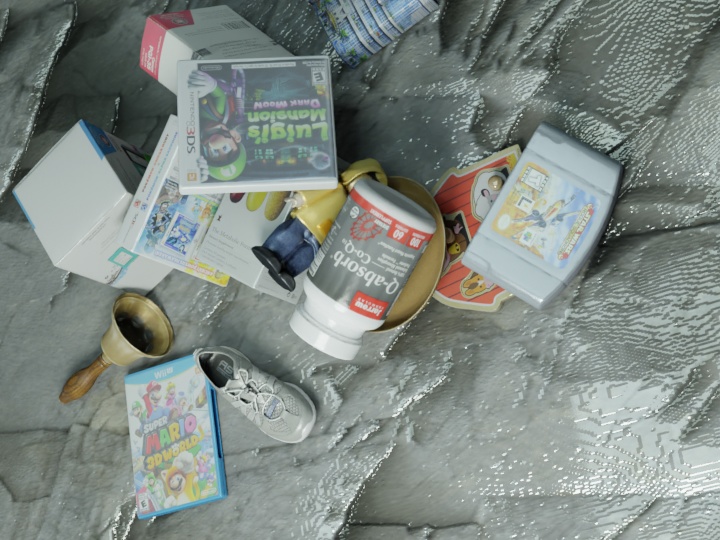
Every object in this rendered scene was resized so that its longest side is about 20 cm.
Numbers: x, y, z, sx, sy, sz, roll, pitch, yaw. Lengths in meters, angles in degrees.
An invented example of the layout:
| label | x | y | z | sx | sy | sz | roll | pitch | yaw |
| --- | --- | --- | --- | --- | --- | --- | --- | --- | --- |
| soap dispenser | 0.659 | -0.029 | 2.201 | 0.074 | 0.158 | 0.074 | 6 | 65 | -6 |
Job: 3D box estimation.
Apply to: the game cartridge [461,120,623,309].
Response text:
| label | x | y | z | sx | sy | sz | roll | pitch | yaw |
| --- | --- | --- | --- | --- | --- | --- | --- | --- | --- |
| game cartridge | 0.225 | -0.063 | 1.680 | 0.132 | 0.041 | 0.201 | 30 | 89 | 22 |

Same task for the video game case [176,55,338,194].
| label | x | y | z | sx | sy | sz | roll | pitch | yaw |
| --- | --- | --- | --- | --- | --- | --- | --- | --- | --- |
| video game case | -0.131 | -0.185 | 1.760 | 0.197 | 0.023 | 0.184 | -2 | 68 | -5 |

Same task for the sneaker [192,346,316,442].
| label | x | y | z | sx | sy | sz | roll | pitch | yaw |
| --- | --- | --- | --- | --- | --- | --- | --- | --- | --- |
| sneaker | -0.145 | 0.163 | 1.828 | 0.199 | 0.082 | 0.075 | 28 | 92 | 31 |

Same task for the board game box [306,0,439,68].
| label | x | y | z | sx | sy | sz | roll | pitch | yaw |
| --- | --- | --- | --- | --- | --- | --- | --- | --- | --- |
| board game box | 0.017 | -0.413 | 1.887 | 0.199 | 0.061 | 0.202 | -34 | 64 | 19 |

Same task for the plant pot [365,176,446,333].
| label | x | y | z | sx | sy | sz | roll | pitch | yaw |
| --- | --- | --- | --- | --- | --- | --- | --- | --- | --- |
| plant pot | 0.036 | -0.019 | 1.784 | 0.198 | 0.027 | 0.203 | -12 | 71 | 39 |

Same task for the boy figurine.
| label | x | y | z | sx | sy | sz | roll | pitch | yaw |
| --- | --- | --- | --- | --- | --- | --- | --- | --- | --- |
| boy figurine | -0.041 | -0.062 | 1.776 | 0.200 | 0.125 | 0.064 | -42 | 29 | -13 |

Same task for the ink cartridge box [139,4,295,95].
| label | x | y | z | sx | sy | sz | roll | pitch | yaw |
| --- | --- | --- | --- | --- | --- | --- | --- | --- | --- |
| ink cartridge box | -0.183 | -0.276 | 1.909 | 0.200 | 0.146 | 0.084 | 39 | 128 | 31 |

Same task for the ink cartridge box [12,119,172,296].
| label | x | y | z | sx | sy | sz | roll | pitch | yaw |
| --- | --- | --- | --- | --- | --- | --- | --- | --- | --- |
| ink cartridge box | -0.341 | -0.081 | 1.930 | 0.146 | 0.200 | 0.147 | -43 | 62 | 12 |

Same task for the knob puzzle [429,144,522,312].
| label | x | y | z | sx | sy | sz | roll | pitch | yaw |
| --- | --- | --- | --- | --- | --- | --- | --- | --- | --- |
| knob puzzle | 0.136 | -0.041 | 1.749 | 0.217 | 0.030 | 0.223 | -7 | 75 | 28 |

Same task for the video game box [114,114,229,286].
| label | x | y | z | sx | sy | sz | roll | pitch | yaw |
| --- | --- | --- | --- | --- | --- | --- | --- | --- | --- |
| video game box | -0.214 | -0.089 | 1.861 | 0.046 | 0.199 | 0.184 | 22 | 89 | 36 |

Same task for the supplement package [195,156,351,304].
| label | x | y | z | sx | sy | sz | roll | pitch | yaw |
| --- | --- | --- | --- | --- | --- | --- | --- | --- | --- |
| supplement package | -0.110 | -0.077 | 1.850 | 0.113 | 0.109 | 0.202 | 25 | 91 | 31 |

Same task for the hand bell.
| label | x | y | z | sx | sy | sz | roll | pitch | yaw |
| --- | --- | --- | --- | --- | --- | --- | --- | --- | --- |
| hand bell | -0.362 | 0.130 | 1.974 | 0.200 | 0.103 | 0.105 | -41 | 61 | 30 |

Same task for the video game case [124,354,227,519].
| label | x | y | z | sx | sy | sz | roll | pitch | yaw |
| --- | --- | --- | --- | --- | --- | --- | --- | --- | --- |
| video game case | -0.255 | 0.225 | 1.914 | 0.142 | 0.018 | 0.203 | -18 | 70 | 26 |

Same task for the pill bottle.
| label | x | y | z | sx | sy | sz | roll | pitch | yaw |
| --- | --- | --- | --- | --- | --- | --- | --- | --- | --- |
| pill bottle | 0.000 | 0.000 | 1.717 | 0.115 | 0.115 | 0.202 | 36 | 104 | 31 |
